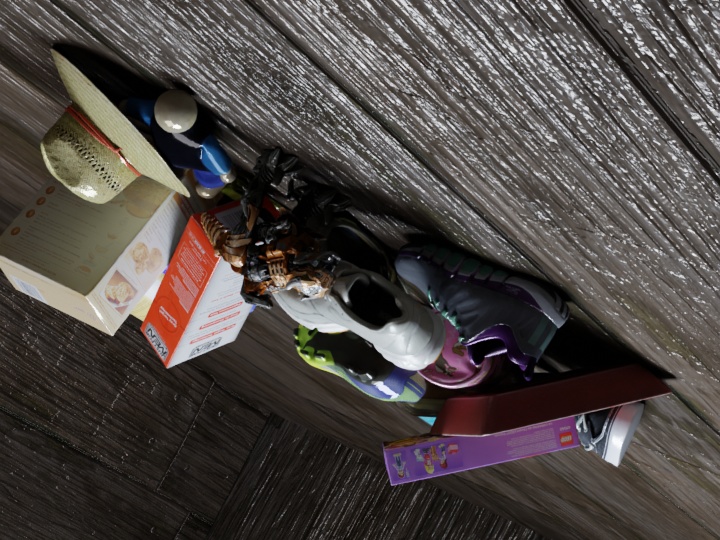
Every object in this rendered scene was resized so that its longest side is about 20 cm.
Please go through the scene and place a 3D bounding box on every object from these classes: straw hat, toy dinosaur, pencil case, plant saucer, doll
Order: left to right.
[{"bbox_3d":[-0.263,-0.115,1.580,0.201,0.085,0.201,45,174,6],"label":"straw hat"},{"bbox_3d":[-0.171,-0.125,1.534,0.136,0.049,0.200,34,170,6],"label":"doll"},{"bbox_3d":[-0.089,-0.035,1.511,0.199,0.137,0.102,23,170,27],"label":"toy dinosaur"},{"bbox_3d":[0.104,0.081,1.634,0.086,0.084,0.200,-17,173,9],"label":"pencil case"},{"bbox_3d":[0.182,0.127,1.607,0.198,0.037,0.200,-12,177,-13],"label":"plant saucer"}]

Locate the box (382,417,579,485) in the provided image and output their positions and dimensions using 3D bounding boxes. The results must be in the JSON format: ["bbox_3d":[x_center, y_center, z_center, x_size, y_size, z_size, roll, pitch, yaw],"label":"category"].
[{"bbox_3d":[0.123,0.182,1.690,0.198,0.040,0.137,-12,178,-1],"label":"box"}]

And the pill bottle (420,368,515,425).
[{"bbox_3d":[0.110,0.133,1.879,0.199,0.112,0.110,35,168,-35],"label":"pill bottle"}]

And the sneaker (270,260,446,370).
[{"bbox_3d":[-0.013,0.020,1.505,0.199,0.076,0.092,21,163,32],"label":"sneaker"}]

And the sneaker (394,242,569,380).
[{"bbox_3d":[0.096,0.036,1.502,0.199,0.088,0.074,19,166,42],"label":"sneaker"}]

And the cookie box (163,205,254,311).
[{"bbox_3d":[-0.220,-0.043,1.867,0.199,0.076,0.171,23,169,29],"label":"cookie box"}]

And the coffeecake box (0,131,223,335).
[{"bbox_3d":[-0.268,-0.051,1.706,0.153,0.201,0.073,21,154,33],"label":"coffeecake box"}]

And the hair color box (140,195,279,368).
[{"bbox_3d":[-0.156,0.011,1.715,0.061,0.101,0.201,51,138,20],"label":"hair color box"}]

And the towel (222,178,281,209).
[{"bbox_3d":[-0.076,-0.045,1.769,0.199,0.018,0.086,34,168,-26],"label":"towel"}]

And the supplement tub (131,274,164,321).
[{"bbox_3d":[-0.264,-0.007,2.095,0.199,0.146,0.145,34,168,-29],"label":"supplement tub"}]

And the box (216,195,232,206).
[{"bbox_3d":[-0.152,-0.053,1.921,0.199,0.021,0.163,34,168,-32],"label":"box"}]

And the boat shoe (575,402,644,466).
[{"bbox_3d":[0.268,0.169,1.774,0.067,0.072,0.200,25,177,9],"label":"boat shoe"}]

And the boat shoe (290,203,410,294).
[{"bbox_3d":[-0.002,0.003,1.647,0.060,0.072,0.202,25,166,46],"label":"boat shoe"}]

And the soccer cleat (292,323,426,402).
[{"bbox_3d":[-0.003,0.090,1.655,0.084,0.065,0.200,38,174,-32],"label":"soccer cleat"}]

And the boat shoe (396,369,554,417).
[{"bbox_3d":[0.135,0.120,1.779,0.198,0.073,0.076,-1,-172,-26],"label":"boat shoe"}]
